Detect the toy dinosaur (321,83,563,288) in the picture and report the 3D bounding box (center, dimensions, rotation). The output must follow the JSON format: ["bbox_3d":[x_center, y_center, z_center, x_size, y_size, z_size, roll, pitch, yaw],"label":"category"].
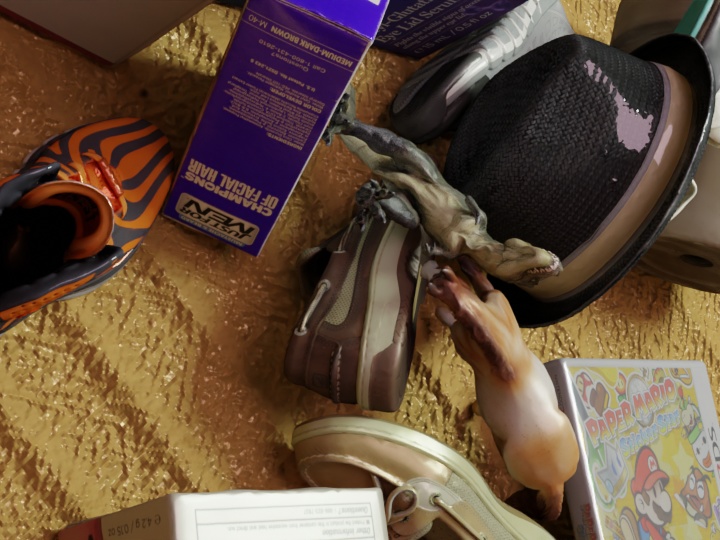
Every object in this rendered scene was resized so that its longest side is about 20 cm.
[{"bbox_3d":[0.020,-0.050,0.821,0.088,0.048,0.200,17,25,-52],"label":"toy dinosaur"}]

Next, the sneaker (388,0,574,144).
[{"bbox_3d":[0.104,-0.109,0.999,0.116,0.075,0.200,55,46,-14],"label":"sneaker"}]

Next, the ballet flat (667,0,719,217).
[{"bbox_3d":[0.193,-0.081,0.967,0.073,0.073,0.200,25,103,-32],"label":"ballet flat"}]

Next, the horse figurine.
[{"bbox_3d":[0.082,0.068,0.876,0.050,0.133,0.201,-24,106,-4],"label":"horse figurine"}]

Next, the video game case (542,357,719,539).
[{"bbox_3d":[0.192,0.147,0.987,0.200,0.023,0.183,5,70,-52],"label":"video game case"}]

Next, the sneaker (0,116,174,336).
[{"bbox_3d":[-0.135,-0.023,0.727,0.078,0.112,0.200,53,47,-13],"label":"sneaker"}]

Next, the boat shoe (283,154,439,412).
[{"bbox_3d":[0.000,-0.005,0.867,0.203,0.074,0.075,-74,167,-54],"label":"boat shoe"}]

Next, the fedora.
[{"bbox_3d":[0.113,-0.068,0.898,0.091,0.200,0.201,28,57,-21],"label":"fedora"}]

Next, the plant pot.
[{"bbox_3d":[0.253,-0.082,1.059,0.200,0.200,0.174,25,75,-32],"label":"plant pot"}]

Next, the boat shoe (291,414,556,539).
[{"bbox_3d":[0.039,0.147,0.846,0.201,0.073,0.063,41,47,-32],"label":"boat shoe"}]

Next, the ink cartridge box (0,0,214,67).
[{"bbox_3d":[-0.133,-0.242,0.790,0.145,0.144,0.201,25,59,-33],"label":"ink cartridge box"}]

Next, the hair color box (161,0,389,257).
[{"bbox_3d":[-0.037,-0.107,0.781,0.065,0.200,0.110,23,55,-5],"label":"hair color box"}]

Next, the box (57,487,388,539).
[{"bbox_3d":[-0.056,0.208,0.712,0.128,0.109,0.201,6,71,-40],"label":"box"}]

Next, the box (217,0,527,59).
[{"bbox_3d":[0.007,-0.217,0.903,0.199,0.148,0.105,8,69,-38],"label":"box"}]
